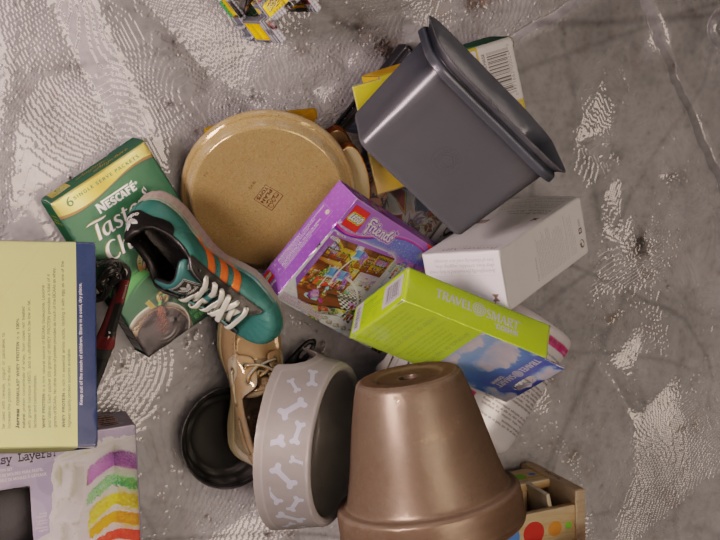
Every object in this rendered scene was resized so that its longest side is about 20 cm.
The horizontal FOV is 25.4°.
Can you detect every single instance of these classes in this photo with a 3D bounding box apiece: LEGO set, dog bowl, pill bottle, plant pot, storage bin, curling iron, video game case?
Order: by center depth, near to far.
[{"bbox_3d":[-0.078,-0.326,1.644,0.200,0.116,0.154,-35,111,-16],"label":"LEGO set"},{"bbox_3d":[-0.275,0.073,1.649,0.049,0.026,0.200,11,115,-7],"label":"curling iron"},{"bbox_3d":[0.093,-0.146,1.673,0.134,0.146,0.200,-40,115,16],"label":"storage bin"},{"bbox_3d":[0.063,0.192,1.674,0.200,0.200,0.175,-14,99,-22],"label":"plant pot"},{"bbox_3d":[-0.052,0.182,1.706,0.059,0.200,0.201,5,99,18],"label":"dog bowl"},{"bbox_3d":[0.059,-0.120,1.794,0.200,0.025,0.181,43,81,-25],"label":"video game case"},{"bbox_3d":[0.144,0.138,1.828,0.113,0.113,0.200,34,84,-25],"label":"pill bottle"}]

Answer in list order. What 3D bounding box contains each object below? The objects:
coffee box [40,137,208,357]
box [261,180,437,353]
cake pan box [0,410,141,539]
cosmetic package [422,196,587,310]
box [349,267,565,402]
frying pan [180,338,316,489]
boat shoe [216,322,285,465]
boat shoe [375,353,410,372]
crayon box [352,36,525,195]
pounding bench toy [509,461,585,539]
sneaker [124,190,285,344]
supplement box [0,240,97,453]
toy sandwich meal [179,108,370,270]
[{"bbox_3d":[-0.230,-0.023,1.667,0.123,0.044,0.200,-34,111,-16],"label":"coffee box"},{"bbox_3d":[0.000,0.000,1.721,0.137,0.039,0.200,-50,140,8],"label":"box"},{"bbox_3d":[-0.329,0.249,1.658,0.199,0.052,0.185,-5,104,-21],"label":"cake pan box"},{"bbox_3d":[0.163,-0.020,1.770,0.200,0.101,0.074,-30,113,-53],"label":"cosmetic package"},{"bbox_3d":[0.105,0.070,1.695,0.200,0.122,0.048,23,59,-20],"label":"box"},{"bbox_3d":[-0.132,0.146,1.748,0.115,0.031,0.190,21,87,-28],"label":"frying pan"},{"bbox_3d":[-0.106,0.113,1.701,0.071,0.064,0.201,-11,106,-25],"label":"boat shoe"},{"bbox_3d":[0.045,0.124,1.786,0.072,0.066,0.200,34,81,-47],"label":"boat shoe"},{"bbox_3d":[0.083,-0.172,1.755,0.200,0.051,0.127,-19,105,-21],"label":"crayon box"},{"bbox_3d":[0.178,0.314,1.826,0.156,0.200,0.125,-7,102,-24],"label":"pounding bench toy"},{"bbox_3d":[-0.163,0.012,1.614,0.200,0.080,0.071,44,121,-11],"label":"sneaker"},{"bbox_3d":[-0.365,0.076,1.539,0.199,0.134,0.201,1,82,-20],"label":"supplement box"},{"bbox_3d":[-0.091,-0.093,1.702,0.205,0.070,0.206,-1,117,-1],"label":"toy sandwich meal"}]
